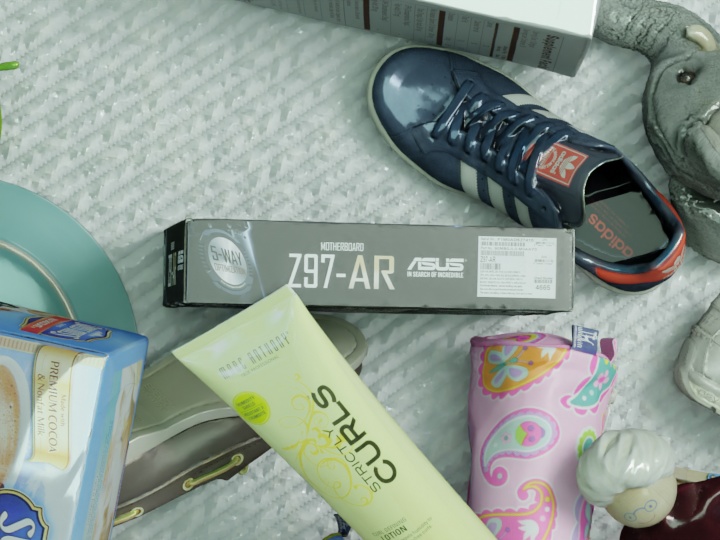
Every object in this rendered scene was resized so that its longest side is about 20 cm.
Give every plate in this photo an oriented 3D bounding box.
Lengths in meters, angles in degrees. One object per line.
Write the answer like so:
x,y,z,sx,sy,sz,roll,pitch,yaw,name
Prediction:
-0.216,0.048,1.576,0.199,0.026,0.202,1,86,-8,plate

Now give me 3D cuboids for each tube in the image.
-0.006,0.093,1.497,0.058,0.052,0.200,-46,114,-11,tube

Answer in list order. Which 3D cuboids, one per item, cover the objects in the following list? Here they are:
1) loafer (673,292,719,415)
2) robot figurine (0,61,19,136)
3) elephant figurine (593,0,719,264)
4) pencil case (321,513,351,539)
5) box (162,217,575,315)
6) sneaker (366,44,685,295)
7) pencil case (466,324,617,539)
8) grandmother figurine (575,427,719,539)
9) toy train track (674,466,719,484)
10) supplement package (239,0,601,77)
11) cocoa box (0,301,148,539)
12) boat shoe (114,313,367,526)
0.269,0.079,1.620,0.199,0.070,0.070,28,92,-5,loafer
-0.267,-0.054,1.523,0.175,0.116,0.200,33,72,28,robot figurine
0.216,-0.070,1.604,0.199,0.155,0.142,-3,119,1,elephant figurine
-0.074,0.207,1.558,0.199,0.088,0.089,-26,90,-8,pencil case
0.000,0.000,1.541,0.199,0.160,0.044,2,89,-7,box
0.095,-0.060,1.596,0.199,0.085,0.075,32,83,-5,sneaker
0.093,0.131,1.585,0.087,0.087,0.201,6,84,-8,pencil case
0.186,0.151,1.567,0.121,0.061,0.200,-42,118,9,grandmother figurine
0.245,0.139,1.601,0.199,0.115,0.033,10,57,10,toy train track
0.035,-0.188,1.565,0.199,0.117,0.118,12,84,2,supplement package
-0.191,0.119,1.448,0.130,0.133,0.201,12,93,4,cocoa box
-0.086,0.083,1.574,0.199,0.072,0.060,-23,130,-21,boat shoe
